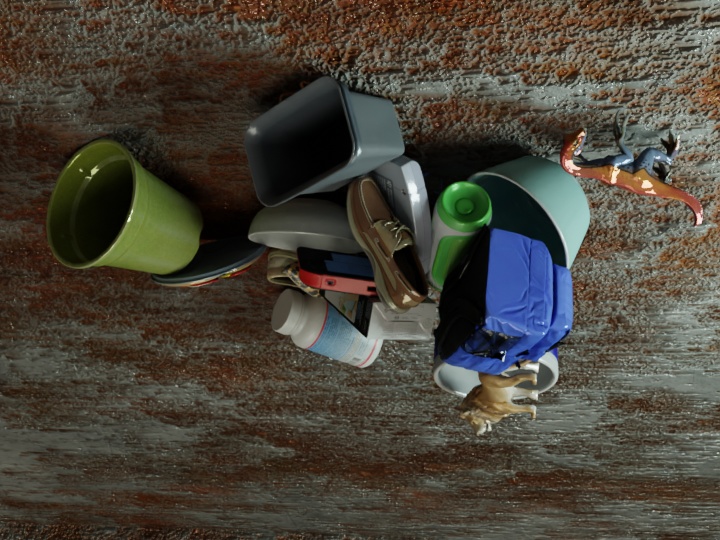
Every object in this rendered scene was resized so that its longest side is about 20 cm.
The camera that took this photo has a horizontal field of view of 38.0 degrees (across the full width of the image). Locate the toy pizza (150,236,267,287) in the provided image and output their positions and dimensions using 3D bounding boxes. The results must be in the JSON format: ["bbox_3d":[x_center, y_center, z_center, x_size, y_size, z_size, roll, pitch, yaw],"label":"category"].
[{"bbox_3d":[-0.248,-0.009,1.734,0.198,0.200,0.032,-7,109,21],"label":"toy pizza"}]

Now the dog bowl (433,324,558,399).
[{"bbox_3d":[0.215,0.136,1.674,0.197,0.080,0.201,3,152,1],"label":"dog bowl"}]

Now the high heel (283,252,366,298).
[{"bbox_3d":[-0.025,-0.016,1.751,0.142,0.072,0.199,-43,143,25],"label":"high heel"}]

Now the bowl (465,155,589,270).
[{"bbox_3d":[0.255,-0.087,1.524,0.200,0.105,0.202,41,156,23],"label":"bowl"}]

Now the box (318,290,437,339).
[{"bbox_3d":[0.024,0.044,1.655,0.115,0.061,0.200,2,-162,-27],"label":"box"}]

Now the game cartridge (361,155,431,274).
[{"bbox_3d":[0.050,-0.086,1.533,0.040,0.133,0.202,-25,129,-25],"label":"game cartridge"}]

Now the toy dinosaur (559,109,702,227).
[{"bbox_3d":[0.360,-0.144,1.422,0.180,0.201,0.106,-16,145,-30],"label":"toy dinosaur"}]

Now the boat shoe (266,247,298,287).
[{"bbox_3d":[-0.072,0.016,1.852,0.198,0.066,0.072,17,149,-21],"label":"boat shoe"}]

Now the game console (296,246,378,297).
[{"bbox_3d":[0.000,0.000,1.626,0.197,0.177,0.031,9,107,-7],"label":"game console"}]

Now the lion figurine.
[{"bbox_3d":[0.212,0.179,1.613,0.121,0.073,0.201,6,139,12],"label":"lion figurine"}]

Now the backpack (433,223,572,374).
[{"bbox_3d":[0.198,0.065,1.489,0.166,0.164,0.200,20,149,-12],"label":"backpack"}]

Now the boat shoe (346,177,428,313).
[{"bbox_3d":[0.045,-0.041,1.479,0.071,0.202,0.075,-21,-176,45],"label":"boat shoe"}]

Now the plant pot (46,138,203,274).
[{"bbox_3d":[-0.351,-0.079,1.628,0.199,0.203,0.184,-16,157,33],"label":"plant pot"}]

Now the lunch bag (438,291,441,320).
[{"bbox_3d":[0.226,0.063,1.705,0.198,0.078,0.161,-6,151,17],"label":"lunch bag"}]

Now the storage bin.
[{"bbox_3d":[-0.045,-0.182,1.444,0.199,0.147,0.134,-24,168,41],"label":"storage bin"}]

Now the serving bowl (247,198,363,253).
[{"bbox_3d":[-0.078,-0.074,1.663,0.197,0.067,0.200,4,173,0],"label":"serving bowl"}]

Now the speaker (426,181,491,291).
[{"bbox_3d":[0.140,-0.047,1.553,0.087,0.089,0.201,6,150,-1],"label":"speaker"}]

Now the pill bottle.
[{"bbox_3d":[-0.061,0.104,1.964,0.198,0.110,0.109,21,147,-26],"label":"pill bottle"}]

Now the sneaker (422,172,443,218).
[{"bbox_3d":[0.076,-0.096,1.620,0.075,0.079,0.200,29,145,-6],"label":"sneaker"}]
